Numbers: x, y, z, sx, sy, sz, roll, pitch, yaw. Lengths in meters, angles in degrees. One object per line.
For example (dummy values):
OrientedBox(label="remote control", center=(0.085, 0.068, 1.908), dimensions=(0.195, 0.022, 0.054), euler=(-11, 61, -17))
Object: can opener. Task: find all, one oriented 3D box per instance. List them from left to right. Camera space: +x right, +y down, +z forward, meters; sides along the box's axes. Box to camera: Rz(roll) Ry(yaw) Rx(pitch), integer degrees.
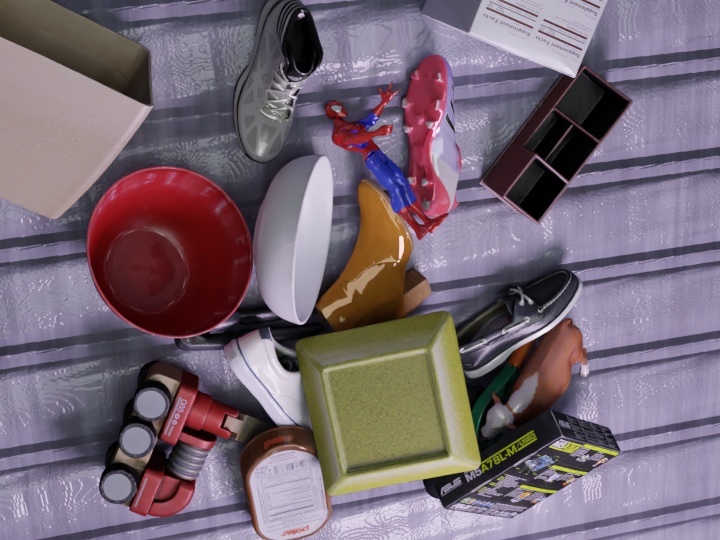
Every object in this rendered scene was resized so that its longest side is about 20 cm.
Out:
OrientedBox(label="can opener", center=(-0.138, 0.072, 1.564), dimensions=(0.198, 0.078, 0.064), euler=(0, 100, -25))

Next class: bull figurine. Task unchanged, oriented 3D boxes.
OrientedBox(label="bull figurine", center=(0.237, 0.159, 1.655), dimensions=(0.201, 0.065, 0.122), euler=(-52, 147, -16))

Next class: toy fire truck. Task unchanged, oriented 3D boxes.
OrientedBox(label="toy fire truck", center=(-0.208, 0.224, 1.573), dimensions=(0.198, 0.129, 0.177), euler=(22, 101, -10))

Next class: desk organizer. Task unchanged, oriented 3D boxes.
OrientedBox(label="desk organizer", center=(0.249, -0.163, 1.585), dimensions=(0.071, 0.077, 0.201), euler=(35, 95, -22))

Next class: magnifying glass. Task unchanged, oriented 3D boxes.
OrientedBox(label="magnifying glass", center=(0.197, 0.149, 1.665), dimensions=(0.080, 0.022, 0.201), euler=(42, 69, -51))

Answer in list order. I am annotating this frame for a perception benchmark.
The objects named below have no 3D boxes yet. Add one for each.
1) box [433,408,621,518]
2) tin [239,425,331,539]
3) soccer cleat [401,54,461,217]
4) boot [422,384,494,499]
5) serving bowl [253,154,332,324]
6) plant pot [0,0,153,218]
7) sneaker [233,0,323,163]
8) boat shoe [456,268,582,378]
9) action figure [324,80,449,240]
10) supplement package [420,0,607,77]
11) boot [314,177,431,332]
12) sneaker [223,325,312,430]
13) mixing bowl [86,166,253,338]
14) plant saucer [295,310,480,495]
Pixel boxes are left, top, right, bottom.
OrientedBox(label="box", center=(0.223, 0.260, 1.647), dimensions=(0.193, 0.048, 0.199), euler=(-38, 149, 21))
OrientedBox(label="tin", center=(-0.096, 0.281, 1.615), dimensions=(0.111, 0.042, 0.201), euler=(-10, 133, -5))
OrientedBox(label="soccer cleat", center=(0.095, -0.167, 1.558), dimensions=(0.076, 0.066, 0.202), euler=(-10, 106, -47))
OrientedBox(label="boot", center=(0.080, 0.206, 1.619), dimensions=(0.199, 0.065, 0.166), euler=(25, 88, -52))
OrientedBox(label="serving bowl", center=(-0.085, -0.041, 1.483), dimensions=(0.065, 0.200, 0.202), euler=(9, 106, 8))
OrientedBox(label="plant pot", center=(-0.355, -0.179, 1.360), dimensions=(0.199, 0.200, 0.178), euler=(24, 110, -21))
OrientedBox(label="sneaker", center=(-0.097, -0.216, 1.452), dimensions=(0.075, 0.115, 0.203), euler=(7, 105, -17))
OrientedBox(label="boat shoe", center=(0.203, 0.060, 1.646), dimensions=(0.200, 0.076, 0.060), euler=(-41, 119, 0))
OrientedBox(label="action figure", center=(0.040, -0.145, 1.505), dimensions=(0.200, 0.065, 0.099), euler=(46, 116, 7))
OrientedBox(label="supplement package", center=(0.194, -0.355, 1.447), dimensions=(0.146, 0.191, 0.202), euler=(18, 102, -19))
OrientedBox(label="boot", center=(0.000, 0.000, 1.566), dimensions=(0.143, 0.071, 0.202), euler=(-34, 121, -14))
OrientedBox(label="sneaker", center=(-0.092, 0.144, 1.567), dimensions=(0.070, 0.073, 0.200), euler=(-28, 135, 10))
OrientedBox(label="mixing bowl", center=(-0.237, -0.010, 1.464), dimensions=(0.198, 0.108, 0.203), euler=(7, 74, -26))
OrientedBox(label="plant saucer", center=(0.032, 0.167, 1.511), dimensions=(0.198, 0.048, 0.202), euler=(-11, 96, 5))
